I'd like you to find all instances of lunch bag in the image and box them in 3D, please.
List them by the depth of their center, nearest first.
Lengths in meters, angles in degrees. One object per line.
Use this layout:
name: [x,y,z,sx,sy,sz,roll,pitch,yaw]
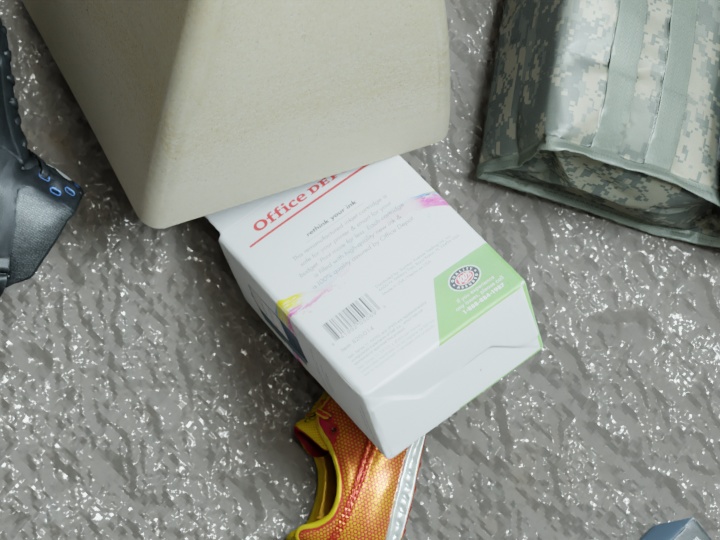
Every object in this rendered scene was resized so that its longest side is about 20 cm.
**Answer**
lunch bag: [0.188,-0.113,1.765,0.199,0.117,0.165,16,75,-23]

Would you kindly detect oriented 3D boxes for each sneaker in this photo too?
sneaker: [-0.206,-0.083,1.642,0.111,0.073,0.201,16,83,-20]
sneaker: [0.006,0.077,1.685,0.077,0.073,0.201,18,72,-9]

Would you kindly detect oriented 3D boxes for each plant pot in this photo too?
plant pot: [-0.063,-0.175,1.612,0.199,0.177,0.200,-18,61,-22]

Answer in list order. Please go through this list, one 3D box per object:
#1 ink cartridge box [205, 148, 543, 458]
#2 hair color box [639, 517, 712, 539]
ink cartridge box: [0.000,0.000,1.657,0.117,0.067,0.200,-35,51,-10]
hair color box: [0.219,0.259,1.734,0.099,0.061,0.200,-41,96,-22]
